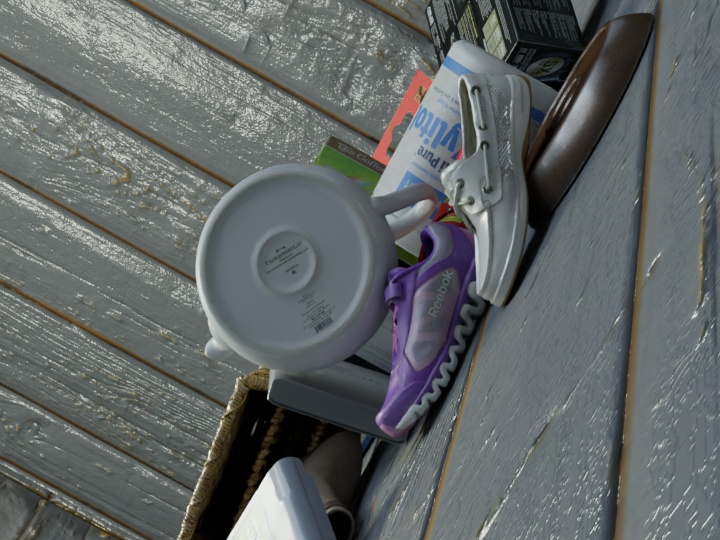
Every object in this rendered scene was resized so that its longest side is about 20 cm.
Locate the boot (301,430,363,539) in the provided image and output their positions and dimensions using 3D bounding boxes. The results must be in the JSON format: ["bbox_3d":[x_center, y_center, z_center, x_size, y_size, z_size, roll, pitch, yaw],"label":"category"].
[{"bbox_3d":[-0.036,0.234,1.467,0.202,0.070,0.146,-64,9,-18],"label":"boot"}]

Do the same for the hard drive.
[{"bbox_3d":[-0.023,0.113,1.498,0.200,0.130,0.027,-110,39,-83],"label":"hard drive"}]

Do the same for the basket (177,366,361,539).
[{"bbox_3d":[-0.080,0.209,1.579,0.149,0.141,0.202,-21,-46,-83],"label":"basket"}]

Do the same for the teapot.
[{"bbox_3d":[-0.046,0.000,1.438,0.146,0.197,0.200,27,-105,-75],"label":"teapot"}]

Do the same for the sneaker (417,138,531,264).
[{"bbox_3d":[0.101,-0.049,1.427,0.085,0.076,0.202,-7,-64,-73],"label":"sneaker"}]

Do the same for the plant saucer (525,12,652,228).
[{"bbox_3d":[0.179,-0.130,1.307,0.202,0.032,0.200,-61,3,5],"label":"plant saucer"}]

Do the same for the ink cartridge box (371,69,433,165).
[{"bbox_3d":[0.075,-0.120,1.829,0.057,0.200,0.164,5,-59,-48],"label":"ink cartridge box"}]

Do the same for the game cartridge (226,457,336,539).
[{"bbox_3d":[-0.082,0.278,1.370,0.201,0.040,0.134,-60,41,32],"label":"game cartridge"}]

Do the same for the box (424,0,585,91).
[{"bbox_3d":[0.154,-0.263,1.725,0.164,0.085,0.202,120,147,-47],"label":"box"}]

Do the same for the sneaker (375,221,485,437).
[{"bbox_3d":[0.053,0.043,1.350,0.202,0.088,0.081,-63,4,-15],"label":"sneaker"}]

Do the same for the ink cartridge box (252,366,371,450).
[{"bbox_3d":[-0.043,0.129,1.794,0.148,0.144,0.200,-59,3,29],"label":"ink cartridge box"}]

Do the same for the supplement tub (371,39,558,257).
[{"bbox_3d":[0.103,-0.110,1.547,0.202,0.131,0.132,-61,2,9],"label":"supplement tub"}]

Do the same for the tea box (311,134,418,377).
[{"bbox_3d":[0.000,0.000,1.659,0.134,0.198,0.198,-59,3,42],"label":"tea box"}]

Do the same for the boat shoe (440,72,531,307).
[{"bbox_3d":[0.097,-0.068,1.277,0.071,0.068,0.203,118,158,-63],"label":"boat shoe"}]
